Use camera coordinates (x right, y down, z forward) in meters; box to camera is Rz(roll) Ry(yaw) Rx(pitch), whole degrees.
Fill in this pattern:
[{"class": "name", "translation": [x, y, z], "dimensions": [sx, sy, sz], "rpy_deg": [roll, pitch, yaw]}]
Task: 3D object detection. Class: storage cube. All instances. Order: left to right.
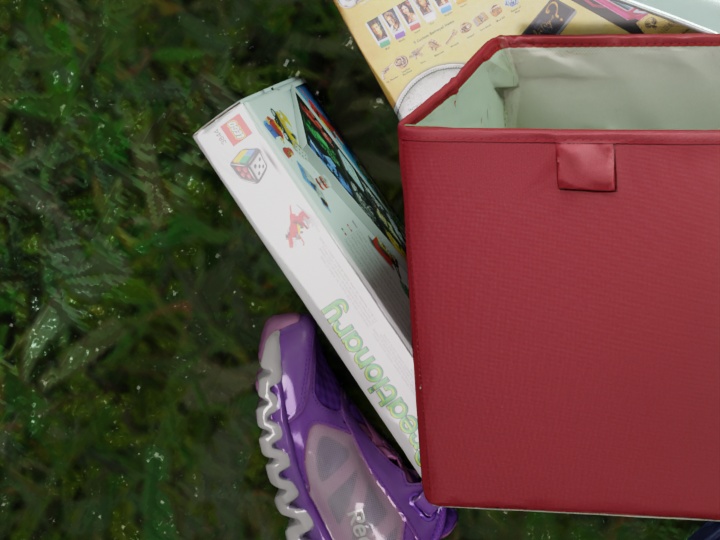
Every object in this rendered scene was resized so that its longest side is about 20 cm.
[{"class": "storage cube", "translation": [0.129, -0.001, 1.317], "dimensions": [0.199, 0.171, 0.180], "rpy_deg": [2, 109, 18]}]

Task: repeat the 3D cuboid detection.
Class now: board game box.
[{"class": "board game box", "translation": [0.000, 0.000, 1.431], "dimensions": [0.035, 0.126, 0.200], "rpy_deg": [-34, 91, 15]}, {"class": "board game box", "translation": [0.098, -0.137, 1.434], "dimensions": [0.200, 0.035, 0.136], "rpy_deg": [-28, 93, 15]}]

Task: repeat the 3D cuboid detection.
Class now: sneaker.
[{"class": "sneaker", "translation": [0.002, 0.113, 1.479], "dimensions": [0.088, 0.080, 0.201], "rpy_deg": [-14, 101, 7]}]

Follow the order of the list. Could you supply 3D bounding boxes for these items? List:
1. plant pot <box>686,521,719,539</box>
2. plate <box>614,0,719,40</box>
[{"class": "plant pot", "translation": [0.264, 0.163, 1.370], "dimensions": [0.200, 0.200, 0.180], "rpy_deg": [43, 98, 3]}, {"class": "plate", "translation": [0.212, -0.197, 1.377], "dimensions": [0.200, 0.032, 0.200], "rpy_deg": [22, 91, -3]}]
